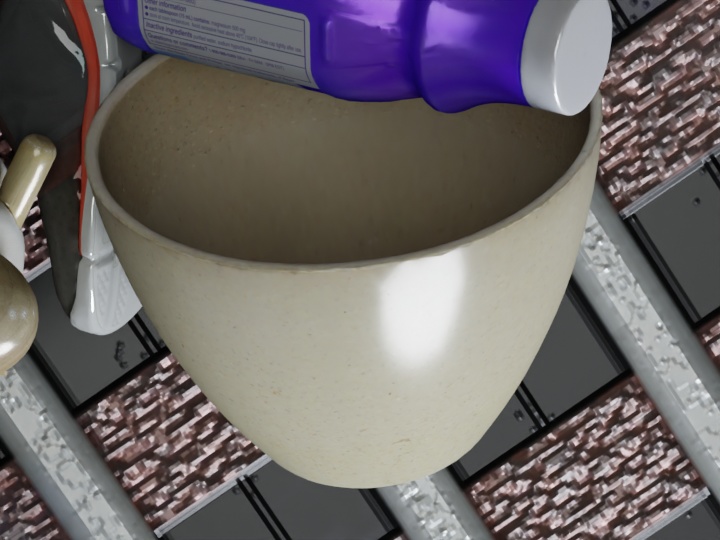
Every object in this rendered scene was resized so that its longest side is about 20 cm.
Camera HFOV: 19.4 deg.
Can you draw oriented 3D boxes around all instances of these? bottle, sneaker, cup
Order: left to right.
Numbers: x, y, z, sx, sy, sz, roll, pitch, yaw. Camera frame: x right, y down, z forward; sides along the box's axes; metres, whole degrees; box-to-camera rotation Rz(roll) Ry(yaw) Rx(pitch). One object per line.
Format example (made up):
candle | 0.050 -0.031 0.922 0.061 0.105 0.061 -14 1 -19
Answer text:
sneaker | -0.125 -0.075 0.883 0.081 0.077 0.202 2 97 24
bottle | -0.002 -0.102 0.803 0.198 0.083 0.066 16 121 28
cup | 0.000 0.000 0.842 0.198 0.201 0.144 -8 124 -2

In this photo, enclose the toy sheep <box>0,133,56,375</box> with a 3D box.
toy sheep | -0.204 -0.023 0.845 0.200 0.138 0.138 37 95 26
